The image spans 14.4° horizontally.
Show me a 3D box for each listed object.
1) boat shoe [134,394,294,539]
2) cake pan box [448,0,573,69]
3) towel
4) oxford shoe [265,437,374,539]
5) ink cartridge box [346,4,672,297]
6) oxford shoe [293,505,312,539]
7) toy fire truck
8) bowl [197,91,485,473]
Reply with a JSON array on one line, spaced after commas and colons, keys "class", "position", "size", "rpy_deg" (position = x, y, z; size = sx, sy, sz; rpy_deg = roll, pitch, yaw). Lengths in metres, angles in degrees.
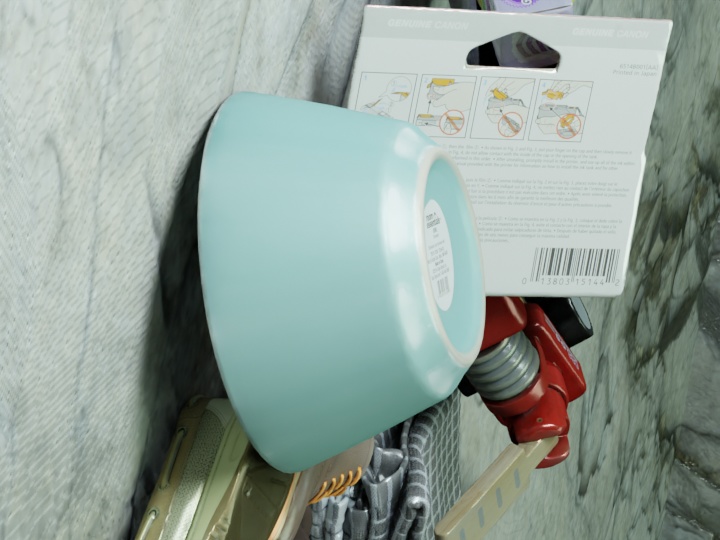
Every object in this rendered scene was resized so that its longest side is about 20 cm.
[{"class": "boat shoe", "position": [-0.098, 0.153, 1.465], "size": [0.201, 0.063, 0.073], "rpy_deg": [-67, 148, -24]}, {"class": "cake pan box", "position": [0.090, -0.168, 1.749], "size": [0.184, 0.052, 0.200], "rpy_deg": [80, -3, -57]}, {"class": "towel", "position": [0.017, 0.172, 1.884], "size": [0.166, 0.085, 0.200], "rpy_deg": [-60, 158, -54]}, {"class": "oxford shoe", "position": [-0.026, 0.102, 1.585], "size": [0.071, 0.073, 0.200], "rpy_deg": [-32, -157, 33]}, {"class": "ink cartridge box", "position": [0.072, -0.072, 1.662], "size": [0.045, 0.200, 0.176], "rpy_deg": [-134, -131, -60]}, {"class": "oxford shoe", "position": [-0.054, 0.170, 1.613], "size": [0.200, 0.072, 0.071], "rpy_deg": [-34, 135, -71]}, {"class": "toy fire truck", "position": [0.073, 0.066, 1.779], "size": [0.176, 0.129, 0.200], "rpy_deg": [54, 15, -40]}, {"class": "bowl", "position": [0.000, 0.000, 1.475], "size": [0.201, 0.105, 0.201], "rpy_deg": [-7, 90, -74]}]
